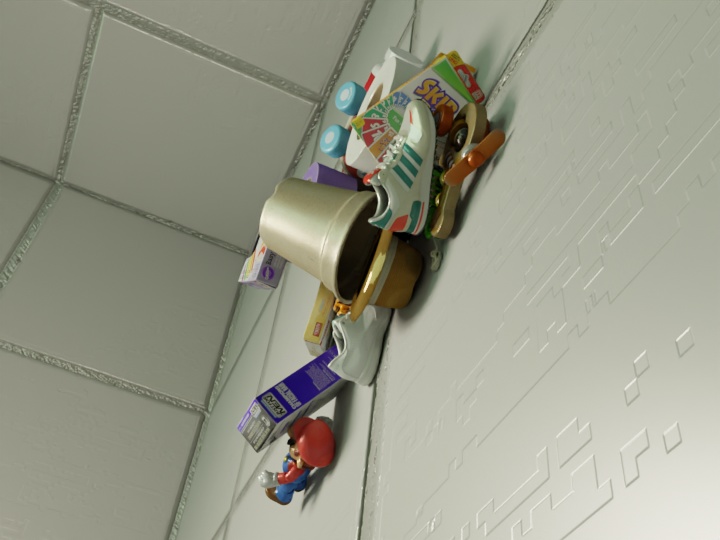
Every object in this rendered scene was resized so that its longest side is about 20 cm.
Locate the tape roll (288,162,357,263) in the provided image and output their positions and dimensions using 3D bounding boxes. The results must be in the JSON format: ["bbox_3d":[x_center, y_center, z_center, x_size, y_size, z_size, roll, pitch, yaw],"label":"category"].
[{"bbox_3d":[-0.085,-0.103,1.656,0.200,0.085,0.200,-58,19,33],"label":"tape roll"}]

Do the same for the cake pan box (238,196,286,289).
[{"bbox_3d":[-0.169,-0.057,1.637,0.185,0.052,0.200,-69,15,-6],"label":"cake pan box"}]

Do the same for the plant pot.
[{"bbox_3d":[-0.064,-0.070,1.456,0.201,0.183,0.201,-48,-29,-38],"label":"plant pot"}]

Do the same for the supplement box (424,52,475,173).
[{"bbox_3d":[0.121,-0.254,1.470,0.126,0.073,0.201,146,143,-69],"label":"supplement box"}]

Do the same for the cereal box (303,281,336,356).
[{"bbox_3d":[-0.070,0.091,1.699,0.200,0.039,0.144,89,-162,-76],"label":"cereal box"}]

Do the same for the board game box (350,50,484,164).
[{"bbox_3d":[0.092,-0.252,1.345,0.200,0.096,0.030,-34,16,10],"label":"board game box"}]

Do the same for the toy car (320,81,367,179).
[{"bbox_3d":[0.063,-0.256,1.626,0.200,0.184,0.178,12,80,49],"label":"toy car"}]

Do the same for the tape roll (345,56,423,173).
[{"bbox_3d":[0.046,-0.261,1.465,0.202,0.071,0.203,-159,90,-76],"label":"tape roll"}]

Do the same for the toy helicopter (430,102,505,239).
[{"bbox_3d":[0.143,-0.142,1.224,0.132,0.079,0.201,-154,78,-69],"label":"toy helicopter"}]

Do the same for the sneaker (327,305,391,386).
[{"bbox_3d":[-0.003,0.087,1.414,0.075,0.088,0.201,125,162,-53],"label":"sneaker"}]

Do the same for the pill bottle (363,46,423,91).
[{"bbox_3d":[0.059,-0.385,1.885,0.112,0.112,0.200,-92,26,-62],"label":"pill bottle"}]

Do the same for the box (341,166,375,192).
[{"bbox_3d":[0.009,-0.186,1.799,0.075,0.100,0.201,127,159,-51],"label":"box"}]

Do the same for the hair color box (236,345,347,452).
[{"bbox_3d":[-0.110,0.221,1.476,0.200,0.065,0.109,-32,-17,-42],"label":"hair color box"}]

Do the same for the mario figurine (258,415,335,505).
[{"bbox_3d":[-0.112,0.314,1.471,0.124,0.106,0.200,-86,18,-47],"label":"mario figurine"}]

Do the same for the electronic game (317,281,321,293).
[{"bbox_3d":[-0.054,-0.011,1.922,0.200,0.041,0.201,-159,90,-79],"label":"electronic game"}]

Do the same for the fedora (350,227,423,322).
[{"bbox_3d":[0.047,0.004,1.342,0.201,0.082,0.201,-160,90,-86],"label":"fedora"}]

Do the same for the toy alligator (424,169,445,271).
[{"bbox_3d":[0.108,-0.092,1.300,0.059,0.054,0.201,128,159,-56],"label":"toy alligator"}]

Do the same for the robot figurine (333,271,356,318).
[{"bbox_3d":[0.000,0.000,1.596,0.145,0.058,0.201,113,174,-68],"label":"robot figurine"}]

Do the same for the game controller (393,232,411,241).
[{"bbox_3d":[0.081,-0.119,1.400,0.105,0.042,0.200,-60,-11,-21],"label":"game controller"}]

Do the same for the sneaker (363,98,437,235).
[{"bbox_3d":[0.055,-0.153,1.243,0.070,0.093,0.201,-162,76,-74],"label":"sneaker"}]
